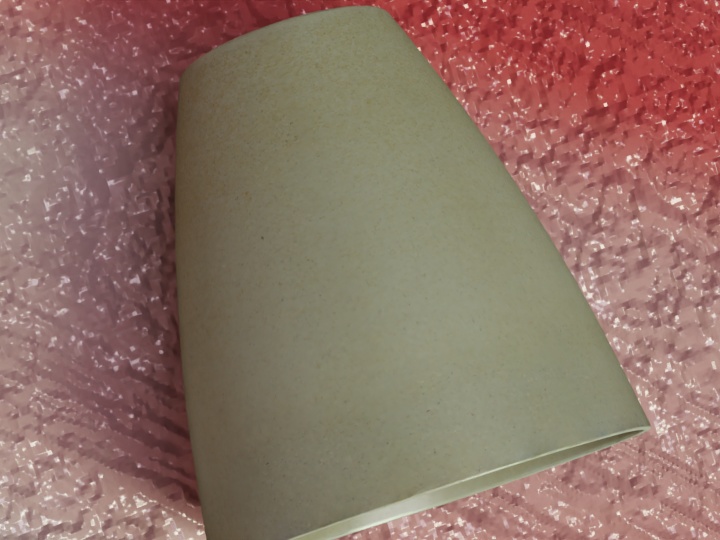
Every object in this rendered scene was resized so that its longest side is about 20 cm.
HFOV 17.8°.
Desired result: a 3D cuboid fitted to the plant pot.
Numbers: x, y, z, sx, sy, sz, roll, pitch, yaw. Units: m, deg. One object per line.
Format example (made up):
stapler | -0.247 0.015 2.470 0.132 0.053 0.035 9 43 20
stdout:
plant pot | 0.000 0.000 0.948 0.187 0.187 0.200 -14 81 -23
